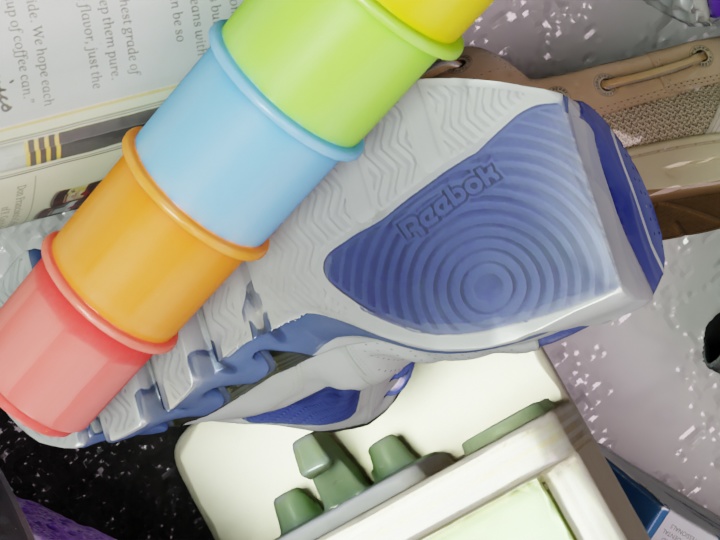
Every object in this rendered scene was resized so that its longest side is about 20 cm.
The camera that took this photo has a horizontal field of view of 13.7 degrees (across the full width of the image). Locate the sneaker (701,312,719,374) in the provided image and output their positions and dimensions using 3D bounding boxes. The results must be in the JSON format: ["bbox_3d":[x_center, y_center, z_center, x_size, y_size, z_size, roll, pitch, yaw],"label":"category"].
[{"bbox_3d":[0.174,0.065,1.052,0.115,0.076,0.201,4,70,-11],"label":"sneaker"}]

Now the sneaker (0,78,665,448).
[{"bbox_3d":[-0.001,0.000,0.887,0.199,0.115,0.081,-17,81,25],"label":"sneaker"}]

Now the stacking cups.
[{"bbox_3d":[-0.034,-0.039,0.812,0.060,0.061,0.200,34,113,-28],"label":"stacking cups"}]

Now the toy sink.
[{"bbox_3d":[0.030,0.111,0.950,0.130,0.112,0.200,-28,86,6],"label":"toy sink"}]

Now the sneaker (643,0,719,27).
[{"bbox_3d":[0.101,-0.178,0.967,0.099,0.070,0.200,-31,117,-13],"label":"sneaker"}]

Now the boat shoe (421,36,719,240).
[{"bbox_3d":[0.039,-0.038,0.997,0.200,0.071,0.065,-7,75,-12],"label":"boat shoe"}]

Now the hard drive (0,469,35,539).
[{"bbox_3d":[-0.177,0.048,0.853,0.135,0.200,0.042,11,106,-27],"label":"hard drive"}]

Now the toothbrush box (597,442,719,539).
[{"bbox_3d":[0.086,0.181,1.072,0.146,0.085,0.200,33,94,-28],"label":"toothbrush box"}]

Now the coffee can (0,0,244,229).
[{"bbox_3d":[-0.125,-0.080,0.863,0.200,0.146,0.147,-15,112,-17],"label":"coffee can"}]

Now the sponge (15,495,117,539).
[{"bbox_3d":[-0.108,0.129,0.925,0.030,0.200,0.112,-6,114,-60],"label":"sponge"}]
